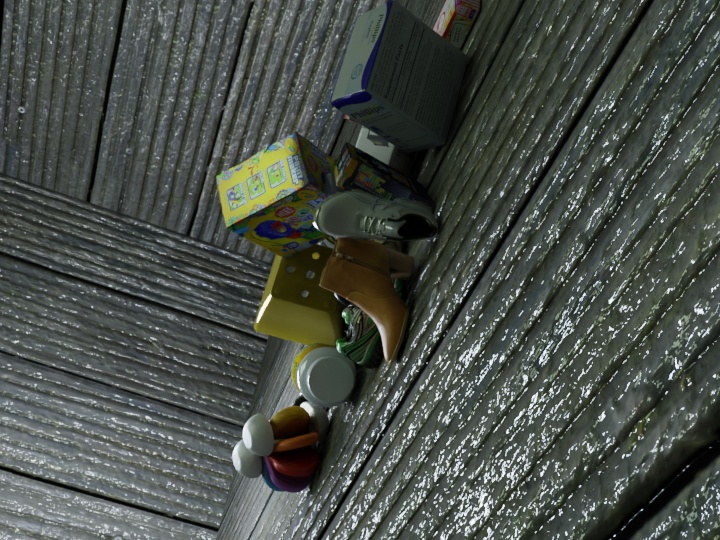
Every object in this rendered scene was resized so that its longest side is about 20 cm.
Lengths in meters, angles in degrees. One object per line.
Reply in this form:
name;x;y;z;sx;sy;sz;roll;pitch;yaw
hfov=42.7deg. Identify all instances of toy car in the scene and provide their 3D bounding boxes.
toy car;-0.145;0.363;1.829;0.150;0.175;0.200;59;142;29

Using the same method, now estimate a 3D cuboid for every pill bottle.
pill bottle;-0.068;0.197;1.734;0.200;0.113;0.113;175;114;-80

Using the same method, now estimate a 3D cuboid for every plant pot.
plant pot;-0.107;0.037;1.936;0.176;0.200;0.200;99;-174;-71

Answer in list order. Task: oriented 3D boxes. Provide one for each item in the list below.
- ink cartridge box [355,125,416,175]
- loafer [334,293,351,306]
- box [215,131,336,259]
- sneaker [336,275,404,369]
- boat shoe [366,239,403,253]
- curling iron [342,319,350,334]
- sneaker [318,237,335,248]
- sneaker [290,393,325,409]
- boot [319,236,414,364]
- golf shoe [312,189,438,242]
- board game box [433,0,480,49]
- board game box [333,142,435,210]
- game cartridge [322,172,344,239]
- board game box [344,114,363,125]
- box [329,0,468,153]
ink cartridge box;0.066;-0.281;1.843;0.145;0.084;0.200;11;-82;-70
loafer;0.000;0.000;1.815;0.063;0.072;0.200;-45;6;28
box;-0.135;-0.139;1.769;0.192;0.200;0.122;-26;62;22
sneaker;0.019;0.066;1.557;0.078;0.085;0.200;-112;42;-78
boat shoe;0.048;-0.036;1.660;0.065;0.072;0.200;-40;34;58
curling iron;0.009;0.072;1.826;0.200;0.026;0.050;128;139;-53
sneaker;-0.082;-0.060;2.138;0.074;0.200;0.085;-50;7;29
sneaker;-0.090;0.255;1.975;0.115;0.076;0.201;-51;-19;-64
boot;0.004;0.044;1.465;0.071;0.144;0.202;117;163;-62
golf shoe;0.028;-0.081;1.447;0.097;0.200;0.078;-130;41;-67
board game box;0.180;-0.478;1.833;0.152;0.046;0.200;-80;12;-47
board game box;0.037;-0.151;1.618;0.057;0.165;0.200;-61;11;13
game cartridge;-0.001;-0.095;1.733;0.200;0.040;0.134;21;-120;-59
board game box;0.065;-0.304;1.731;0.019;0.200;0.103;23;96;50
box;0.071;-0.337;1.634;0.105;0.200;0.184;-5;63;51
